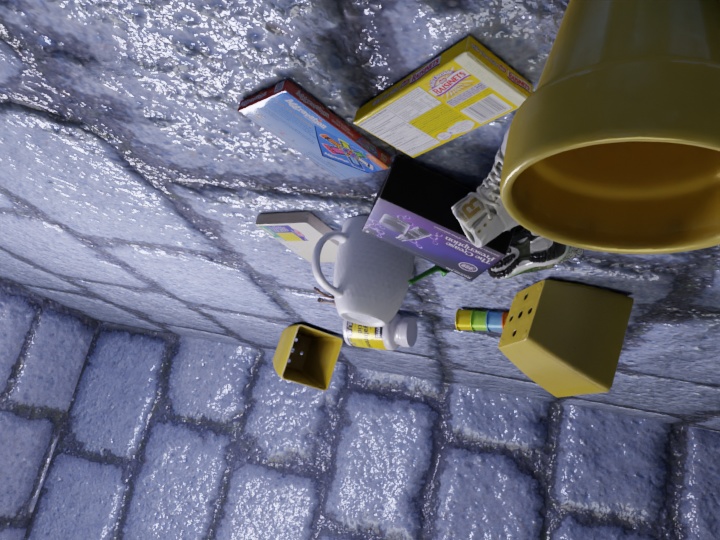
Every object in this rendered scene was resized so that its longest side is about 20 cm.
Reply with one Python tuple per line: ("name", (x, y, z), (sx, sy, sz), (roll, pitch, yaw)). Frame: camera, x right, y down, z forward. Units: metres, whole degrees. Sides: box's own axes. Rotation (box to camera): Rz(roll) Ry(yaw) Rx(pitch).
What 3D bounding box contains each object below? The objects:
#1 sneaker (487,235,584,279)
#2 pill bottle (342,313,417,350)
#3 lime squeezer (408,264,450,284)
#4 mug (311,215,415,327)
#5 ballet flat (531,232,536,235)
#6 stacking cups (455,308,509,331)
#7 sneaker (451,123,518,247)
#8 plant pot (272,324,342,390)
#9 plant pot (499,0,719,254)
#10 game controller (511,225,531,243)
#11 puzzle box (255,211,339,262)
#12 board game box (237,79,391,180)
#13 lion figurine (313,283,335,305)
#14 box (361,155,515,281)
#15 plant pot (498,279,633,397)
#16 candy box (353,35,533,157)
("sneaker", (0.297, -0.021, 0.992), (0.088, 0.078, 0.200), (11, 167, -27))
("pill bottle", (0.059, 0.170, 1.668), (0.199, 0.112, 0.111), (2, 160, 28))
("lime squeezer", (0.153, -0.007, 1.123), (0.070, 0.038, 0.200), (-20, 176, 26))
("mug", (0.000, 0.000, 1.071), (0.199, 0.177, 0.147), (21, 160, -27))
("ballet flat", (0.332, -0.071, 0.813), (0.199, 0.070, 0.069), (2, 160, 29))
("stacking cups", (0.340, 0.125, 1.442), (0.199, 0.061, 0.060), (-1, 159, 26))
("sneaker", (0.172, -0.098, 0.722), (0.115, 0.074, 0.200), (-31, 151, -8))
("plant pot", (-0.216, 0.310, 2.157), (0.199, 0.201, 0.176), (23, 171, -31))
("plant pot", (0.226, -0.136, 0.476), (0.199, 0.190, 0.201), (11, 162, 4))
("game controller", (0.205, -0.072, 0.960), (0.104, 0.042, 0.200), (32, 157, -13))
("puzzle box", (-0.104, -0.065, 1.192), (0.132, 0.026, 0.200), (2, 159, 32))
("board game box", (-0.059, -0.186, 0.798), (0.103, 0.020, 0.199), (-3, 157, 44))
("lion figurine", (-0.016, 0.077, 1.524), (0.199, 0.073, 0.122), (18, -179, 32))
("box", (0.116, -0.073, 0.881), (0.199, 0.079, 0.141), (24, 163, -2))
("plant pot", (0.405, 0.127, 1.198), (0.176, 0.201, 0.200), (26, 161, -4))
("candy box", (0.088, -0.190, 0.672), (0.102, 0.027, 0.199), (26, 158, -29))
